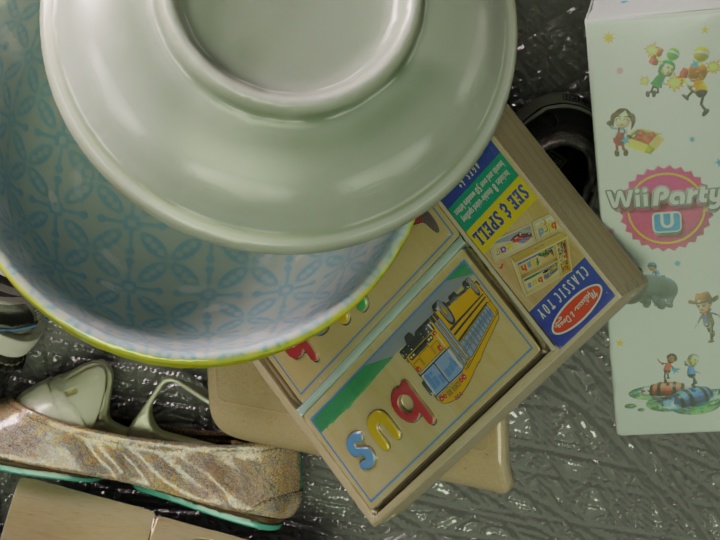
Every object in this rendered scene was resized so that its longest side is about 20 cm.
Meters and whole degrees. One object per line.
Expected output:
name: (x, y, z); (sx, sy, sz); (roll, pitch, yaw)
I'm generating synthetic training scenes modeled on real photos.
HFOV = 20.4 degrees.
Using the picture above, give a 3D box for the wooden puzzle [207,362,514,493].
wooden puzzle: (0.000, 0.000, 0.981); (0.185, 0.046, 0.200); (8, 110, 37)

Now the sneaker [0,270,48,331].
sneaker: (-0.214, -0.054, 0.992); (0.083, 0.071, 0.200); (-13, 110, 59)

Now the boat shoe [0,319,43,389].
boat shoe: (-0.265, 0.002, 1.050); (0.200, 0.074, 0.060); (30, 114, -14)

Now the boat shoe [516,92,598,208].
boat shoe: (0.057, 0.002, 1.003); (0.071, 0.064, 0.200); (27, 117, -6)

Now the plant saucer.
plant saucer: (-0.031, -0.108, 0.814); (0.200, 0.050, 0.201); (2, 76, -6)

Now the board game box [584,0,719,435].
board game box: (0.144, -0.047, 0.920); (0.064, 0.148, 0.200); (-4, 116, 11)

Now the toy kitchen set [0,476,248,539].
toy kitchen set: (-0.125, 0.221, 1.030); (0.180, 0.163, 0.200); (15, 72, 0)

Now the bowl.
bowl: (-0.074, -0.048, 0.874); (0.200, 0.108, 0.201); (2, 76, -6)

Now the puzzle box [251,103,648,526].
puzzle box: (0.026, 0.014, 0.917); (0.133, 0.025, 0.200); (52, 130, 12)

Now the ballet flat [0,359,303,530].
ballet flat: (-0.126, 0.085, 1.080); (0.200, 0.068, 0.067); (13, 98, -4)
